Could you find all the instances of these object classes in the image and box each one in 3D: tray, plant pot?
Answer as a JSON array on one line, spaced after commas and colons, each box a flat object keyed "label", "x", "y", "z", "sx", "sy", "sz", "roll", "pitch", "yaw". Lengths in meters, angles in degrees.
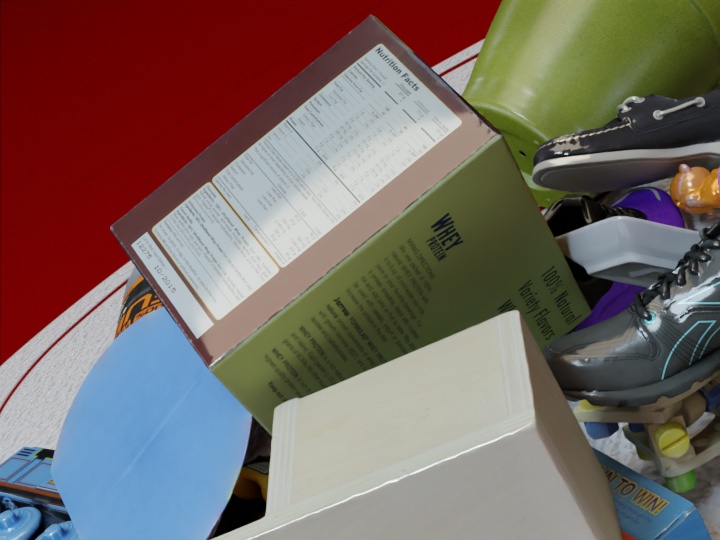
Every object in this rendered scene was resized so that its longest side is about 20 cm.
[{"label": "tray", "x": 0.219, "y": 0.004, "z": 0.903, "sx": 0.107, "sy": 0.199, "sz": 0.022, "roll": 152, "pitch": 128, "yaw": -74}, {"label": "plant pot", "x": 0.176, "y": -0.158, "z": 1.222, "sx": 0.193, "sy": 0.200, "sz": 0.200, "roll": -53, "pitch": 33, "yaw": -17}]

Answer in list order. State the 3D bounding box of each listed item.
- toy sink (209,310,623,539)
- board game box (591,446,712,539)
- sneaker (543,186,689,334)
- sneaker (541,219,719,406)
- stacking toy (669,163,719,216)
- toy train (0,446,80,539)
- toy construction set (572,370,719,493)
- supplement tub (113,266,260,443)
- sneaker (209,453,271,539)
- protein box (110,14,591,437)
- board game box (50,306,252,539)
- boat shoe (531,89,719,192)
[{"label": "toy sink", "x": 0.021, "y": 0.129, "z": 0.802, "sx": 0.199, "sy": 0.131, "sz": 0.112, "roll": -25, "pitch": 27, "yaw": 13}, {"label": "board game box", "x": 0.068, "y": 0.178, "z": 0.876, "sx": 0.196, "sy": 0.056, "sz": 0.200, "roll": -37, "pitch": 28, "yaw": -14}, {"label": "sneaker", "x": 0.168, "y": -0.018, "z": 1.060, "sx": 0.069, "sy": 0.100, "sz": 0.200, "roll": -9, "pitch": 30, "yaw": 35}, {"label": "sneaker", "x": 0.188, "y": 0.014, "z": 0.833, "sx": 0.199, "sy": 0.080, "sz": 0.075, "roll": -17, "pitch": 17, "yaw": 4}, {"label": "stacking toy", "x": 0.280, "y": -0.055, "z": 1.028, "sx": 0.110, "sy": 0.116, "sz": 0.200, "roll": -44, "pitch": 20, "yaw": -23}, {"label": "toy train", "x": -0.213, "y": 0.189, "z": 1.110, "sx": 0.199, "sy": 0.087, "sz": 0.114, "roll": 1, "pitch": 32, "yaw": 43}, {"label": "toy construction set", "x": 0.219, "y": 0.088, "z": 0.838, "sx": 0.131, "sy": 0.093, "sz": 0.200, "roll": -23, "pitch": 29, "yaw": -18}, {"label": "supplement tub", "x": -0.131, "y": 0.070, "z": 1.186, "sx": 0.122, "sy": 0.123, "sz": 0.200, "roll": -24, "pitch": 27, "yaw": 11}, {"label": "sneaker", "x": -0.036, "y": 0.145, "z": 1.005, "sx": 0.078, "sy": 0.082, "sz": 0.200, "roll": -2, "pitch": 39, "yaw": 43}, {"label": "protein box", "x": 0.000, "y": 0.000, "z": 0.925, "sx": 0.200, "sy": 0.199, "sz": 0.135, "roll": -39, "pitch": 51, "yaw": -2}, {"label": "board game box", "x": -0.126, "y": 0.119, "z": 1.013, "sx": 0.158, "sy": 0.039, "sz": 0.200, "roll": -52, "pitch": 42, "yaw": 11}, {"label": "boat shoe", "x": 0.217, "y": -0.099, "z": 1.114, "sx": 0.199, "sy": 0.061, "sz": 0.074, "roll": -8, "pitch": -12, "yaw": -4}]
